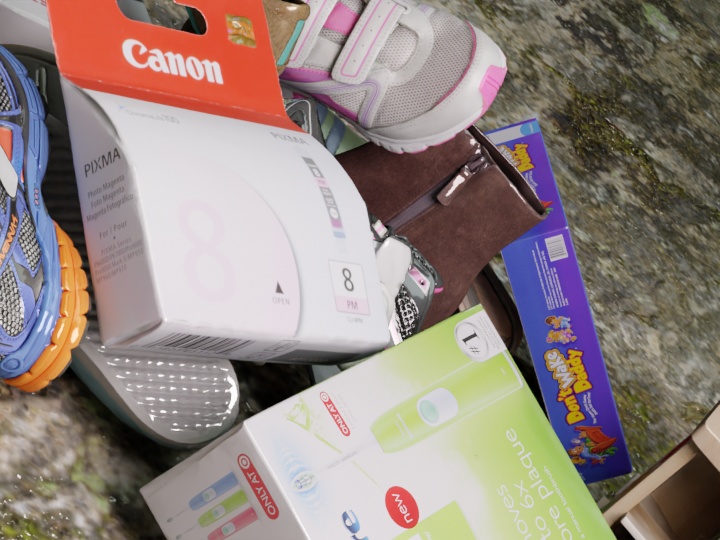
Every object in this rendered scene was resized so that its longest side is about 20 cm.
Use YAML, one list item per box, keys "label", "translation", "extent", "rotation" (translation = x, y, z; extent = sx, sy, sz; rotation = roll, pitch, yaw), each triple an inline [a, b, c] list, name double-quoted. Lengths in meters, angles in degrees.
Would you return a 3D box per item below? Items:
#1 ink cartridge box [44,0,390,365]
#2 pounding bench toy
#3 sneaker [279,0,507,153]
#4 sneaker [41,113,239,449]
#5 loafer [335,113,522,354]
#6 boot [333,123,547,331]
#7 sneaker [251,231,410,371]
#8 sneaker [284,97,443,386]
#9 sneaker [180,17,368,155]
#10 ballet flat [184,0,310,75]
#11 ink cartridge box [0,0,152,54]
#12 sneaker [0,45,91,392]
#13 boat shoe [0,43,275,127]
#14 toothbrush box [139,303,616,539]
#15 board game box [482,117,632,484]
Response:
- label: "ink cartridge box"
  translation: [-0.068, -0.057, 1.042]
  extent: [0.162, 0.057, 0.201]
  rotation: [7, 71, -50]
- label: "pounding bench toy"
  translation: [0.234, 0.156, 1.384]
  extent: [0.124, 0.156, 0.200]
  rotation: [48, 22, 6]
- label: "sneaker"
  translation: [-0.012, -0.128, 1.219]
  extent: [0.199, 0.082, 0.088]
  rotation: [17, -16, 34]
- label: "sneaker"
  translation: [-0.138, 0.010, 1.090]
  extent: [0.201, 0.074, 0.082]
  rotation: [57, -19, 3]
- label: "loafer"
  translation: [0.029, -0.018, 1.437]
  extent: [0.200, 0.072, 0.063]
  rotation: [51, 30, 5]
- label: "boot"
  translation: [-0.009, -0.051, 1.285]
  extent: [0.200, 0.166, 0.072]
  rotation: [45, 22, -2]
- label: "sneaker"
  translation: [-0.077, 0.003, 1.142]
  extent: [0.199, 0.082, 0.075]
  rotation: [11, -1, 4]
- label: "sneaker"
  translation: [0.000, 0.000, 1.225]
  extent: [0.080, 0.086, 0.201]
  rotation: [-129, -155, -84]
- label: "sneaker"
  translation: [-0.039, -0.077, 1.398]
  extent: [0.090, 0.067, 0.201]
  rotation: [-10, 66, -52]
- label: "ballet flat"
  translation: [-0.088, -0.193, 1.182]
  extent: [0.068, 0.072, 0.200]
  rotation: [-5, 58, -54]
- label: "ink cartridge box"
  translation: [-0.202, -0.162, 1.239]
  extent: [0.146, 0.083, 0.201]
  rotation: [24, 31, -40]
- label: "sneaker"
  translation: [-0.183, -0.042, 0.992]
  extent: [0.078, 0.075, 0.201]
  rotation: [19, 38, -49]
- label: "boat shoe"
  translation: [-0.144, -0.071, 1.149]
  extent: [0.199, 0.068, 0.072]
  rotation: [5, 75, -5]
- label: "toothbrush box"
  translation: [0.015, 0.120, 1.057]
  extent: [0.200, 0.086, 0.146]
  rotation: [-23, 81, -50]
- label: "board game box"
  translation: [0.126, 0.022, 1.437]
  extent: [0.135, 0.045, 0.201]
  rotation: [-97, 170, -56]
